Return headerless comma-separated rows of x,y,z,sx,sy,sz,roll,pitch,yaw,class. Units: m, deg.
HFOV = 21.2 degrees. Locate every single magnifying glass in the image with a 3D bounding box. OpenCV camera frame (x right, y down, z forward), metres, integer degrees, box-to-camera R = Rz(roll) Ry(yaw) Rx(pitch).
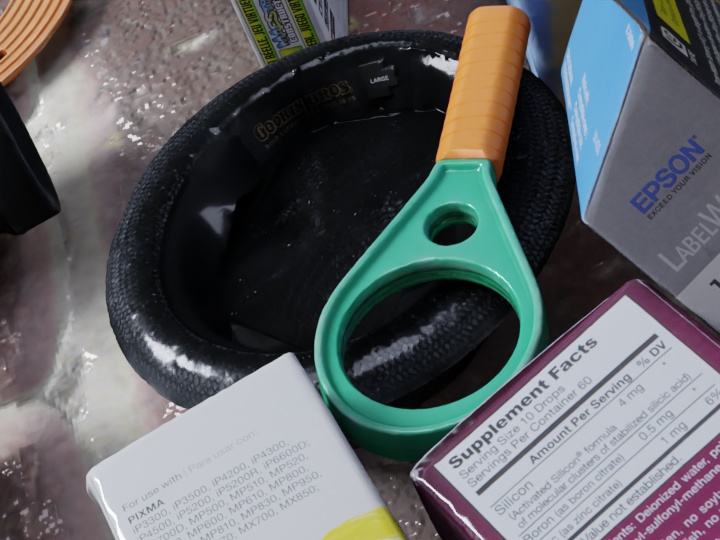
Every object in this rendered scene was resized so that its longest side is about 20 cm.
0.034,-0.020,0.680,0.079,0.023,0.201,0,48,18,magnifying glass

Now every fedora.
0.000,0.000,0.755,0.198,0.092,0.202,-10,46,11,fedora

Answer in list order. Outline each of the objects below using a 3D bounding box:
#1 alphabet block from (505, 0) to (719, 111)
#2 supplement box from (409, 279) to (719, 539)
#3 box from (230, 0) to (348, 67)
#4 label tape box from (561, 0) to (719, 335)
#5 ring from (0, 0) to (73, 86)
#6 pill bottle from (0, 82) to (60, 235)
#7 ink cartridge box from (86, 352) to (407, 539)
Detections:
0.135,-0.202,0.796,0.198,0.197,0.197,-19,50,5,alphabet block
0.124,0.120,0.588,0.103,0.131,0.200,-39,49,-10,supplement box
-0.037,-0.188,0.907,0.034,0.110,0.201,-11,50,12,box
0.115,-0.045,0.652,0.063,0.199,0.145,-47,14,20,label tape box
-0.234,-0.137,1.003,0.198,0.019,0.202,-10,51,13,ring
-0.239,-0.017,0.848,0.199,0.112,0.112,-28,49,-2,pill bottle
0.003,0.147,0.603,0.083,0.146,0.201,-30,49,-5,ink cartridge box
